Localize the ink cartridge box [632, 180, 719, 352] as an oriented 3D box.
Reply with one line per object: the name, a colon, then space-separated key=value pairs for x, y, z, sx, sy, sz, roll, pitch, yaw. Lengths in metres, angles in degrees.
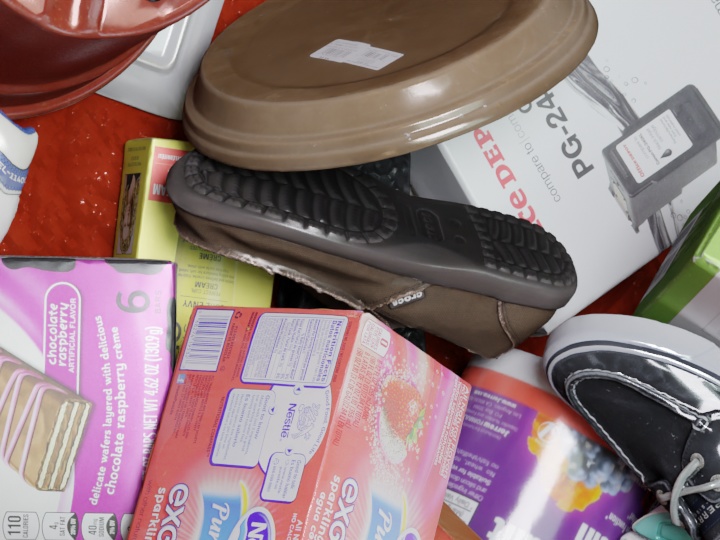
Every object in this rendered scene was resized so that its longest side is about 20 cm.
ink cartridge box: x=0.236 y=0.037 z=1.349 sx=0.199 sy=0.148 sz=0.076 roll=32 pitch=73 yaw=1

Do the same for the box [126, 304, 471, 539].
box: x=-0.035 y=0.124 z=1.285 sx=0.095 sy=0.102 sz=0.201 roll=34 pitch=63 yaw=-47

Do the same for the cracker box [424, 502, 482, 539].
cracker box: x=-0.021 y=0.191 z=1.346 sx=0.058 sy=0.134 sz=0.200 roll=30 pitch=98 yaw=-46

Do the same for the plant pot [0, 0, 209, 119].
plant pot: x=-0.137 y=-0.169 z=1.271 sx=0.200 sy=0.195 sz=0.202 roll=0 pitch=91 yaw=-22

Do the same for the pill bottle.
pill bottle: x=0.062 y=0.148 z=1.420 sx=0.111 sy=0.111 sz=0.201 roll=31 pitch=80 yaw=-19

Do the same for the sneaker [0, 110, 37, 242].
sneaker: x=-0.210 y=-0.057 z=1.276 sx=0.075 sy=0.200 sz=0.088 roll=34 pitch=85 yaw=-51

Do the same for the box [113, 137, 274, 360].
box: x=-0.085 y=0.041 z=1.394 sx=0.075 sy=0.050 sz=0.201 roll=9 pitch=87 yaw=-19

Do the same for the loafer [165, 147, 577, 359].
loafer: x=0.000 y=0.000 z=1.354 sx=0.199 sy=0.073 sz=0.071 roll=18 pitch=121 yaw=-12

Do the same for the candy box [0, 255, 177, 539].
candy box: x=-0.183 y=0.060 z=1.323 sx=0.199 sy=0.061 sz=0.137 roll=1 pitch=89 yaw=-4

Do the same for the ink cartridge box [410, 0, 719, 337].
ink cartridge box: x=0.116 y=-0.079 z=1.454 sx=0.200 sy=0.083 sz=0.146 roll=-35 pitch=103 yaw=-18

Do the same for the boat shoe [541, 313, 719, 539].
boat shoe: x=0.167 y=0.094 z=1.342 sx=0.199 sy=0.072 sz=0.068 roll=33 pitch=46 yaw=-7

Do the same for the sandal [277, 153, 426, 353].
sandal: x=-0.007 y=0.002 z=1.418 sx=0.075 sy=0.045 sz=0.201 roll=-2 pitch=109 yaw=-14

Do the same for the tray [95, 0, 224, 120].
tray: x=-0.154 y=-0.153 z=1.381 sx=0.199 sy=0.022 sz=0.108 roll=20 pitch=83 yaw=-20

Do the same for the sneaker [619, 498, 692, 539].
sneaker: x=0.177 y=0.163 z=1.456 sx=0.077 sy=0.201 sz=0.091 roll=12 pitch=49 yaw=17

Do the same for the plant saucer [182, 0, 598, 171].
plant saucer: x=0.011 y=-0.103 z=1.351 sx=0.199 sy=0.200 sz=0.030 roll=-25 pitch=117 yaw=-19
